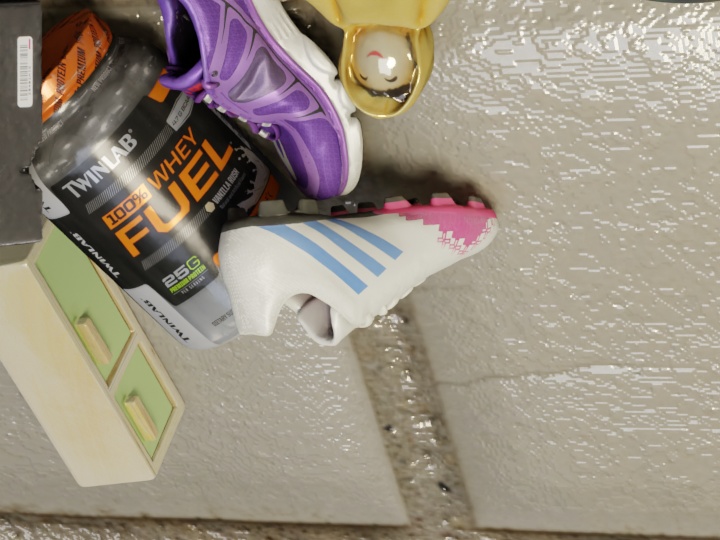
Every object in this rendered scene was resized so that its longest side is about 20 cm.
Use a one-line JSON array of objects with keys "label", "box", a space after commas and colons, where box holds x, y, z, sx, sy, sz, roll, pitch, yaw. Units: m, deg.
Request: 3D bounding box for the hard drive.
[{"label": "hard drive", "box": [-0.246, -0.102, 1.273, 0.200, 0.038, 0.140, 23, 115, 53]}]

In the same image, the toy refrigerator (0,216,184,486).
[{"label": "toy refrigerator", "box": [-0.194, 0.049, 1.472, 0.070, 0.076, 0.200, -8, 127, 24]}]

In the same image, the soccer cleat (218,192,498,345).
[{"label": "soccer cleat", "box": [0.000, 0.000, 1.298, 0.070, 0.200, 0.087, -7, 87, 54]}]

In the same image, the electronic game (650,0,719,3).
[{"label": "electronic game", "box": [0.162, -0.214, 1.123, 0.199, 0.042, 0.200, 9, 143, 7]}]

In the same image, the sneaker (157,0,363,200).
[{"label": "sneaker", "box": [-0.073, -0.115, 1.266, 0.081, 0.083, 0.200, 12, 142, 56]}]

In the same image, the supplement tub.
[{"label": "supplement tub", "box": [-0.130, -0.057, 1.323, 0.122, 0.123, 0.200, -29, 117, 36]}]

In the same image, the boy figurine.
[{"label": "boy figurine", "box": [0.003, -0.176, 1.215, 0.124, 0.065, 0.200, 4, 129, 11]}]
